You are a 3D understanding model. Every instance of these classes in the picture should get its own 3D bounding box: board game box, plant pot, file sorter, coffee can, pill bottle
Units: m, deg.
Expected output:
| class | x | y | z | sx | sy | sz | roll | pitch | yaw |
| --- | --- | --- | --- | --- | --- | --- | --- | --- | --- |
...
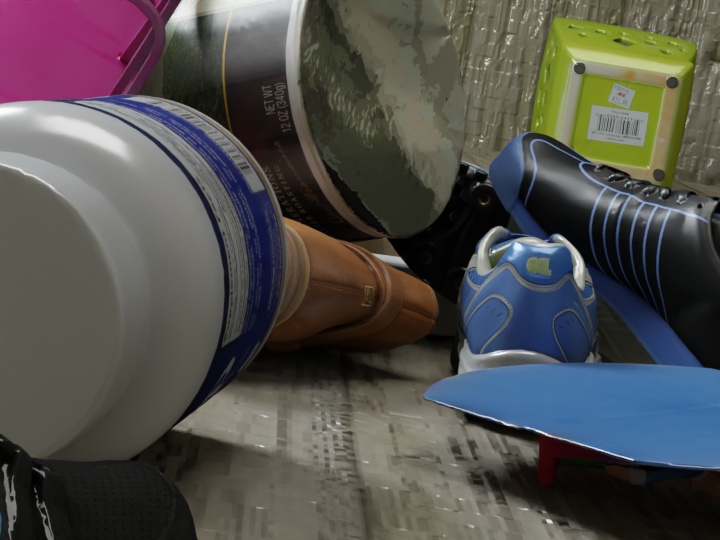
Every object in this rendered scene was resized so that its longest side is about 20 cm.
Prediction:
| class | x | y | z | sx | sy | sz | roll | pitch | yaw |
| --- | --- | --- | --- | --- | --- | --- | --- | --- | --- |
| board game box | 0.119 | 0.070 | 0.782 | 0.157 | 0.039 | 0.199 | -3 | 9 | -35 |
| plant pot | 0.324 | -0.202 | 2.680 | 0.198 | 0.201 | 0.182 | 10 | 13 | 2 |
| file sorter | -0.134 | -0.151 | 0.886 | 0.138 | 0.126 | 0.201 | 29 | 41 | -13 |
| coffee can | -0.068 | -0.078 | 1.057 | 0.199 | 0.148 | 0.146 | -7 | -3 | 33 |
| pill bottle | -0.096 | 0.004 | 0.681 | 0.119 | 0.121 | 0.200 | 10 | 7 | 7 |

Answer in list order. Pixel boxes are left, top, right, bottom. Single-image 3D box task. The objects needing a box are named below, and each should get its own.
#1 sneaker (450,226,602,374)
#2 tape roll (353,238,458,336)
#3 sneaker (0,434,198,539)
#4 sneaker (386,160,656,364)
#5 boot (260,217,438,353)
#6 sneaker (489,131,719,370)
| class | x | y | z | sx | sy | sz | roll | pitch | yaw |
| --- | --- | --- | --- | --- | --- | --- | --- | --- | --- |
| sneaker | 0.081 | 0.020 | 0.967 | 0.075 | 0.078 | 0.200 | 7 | 5 | -1 |
| tape roll | 0.000 | 0.000 | 1.192 | 0.201 | 0.037 | 0.203 | 10 | 6 | -1 |
| sneaker | -0.101 | 0.050 | 0.449 | 0.073 | 0.083 | 0.199 | 12 | 6 | 34 |
| sneaker | 0.096 | -0.002 | 1.099 | 0.199 | 0.072 | 0.072 | 26 | 6 | 0 |
| boot | -0.075 | 0.003 | 0.981 | 0.199 | 0.074 | 0.154 | 15 | 1 | 44 |
| sneaker | 0.145 | -0.014 | 1.000 | 0.070 | 0.078 | 0.200 | 2 | 38 | -51 |
